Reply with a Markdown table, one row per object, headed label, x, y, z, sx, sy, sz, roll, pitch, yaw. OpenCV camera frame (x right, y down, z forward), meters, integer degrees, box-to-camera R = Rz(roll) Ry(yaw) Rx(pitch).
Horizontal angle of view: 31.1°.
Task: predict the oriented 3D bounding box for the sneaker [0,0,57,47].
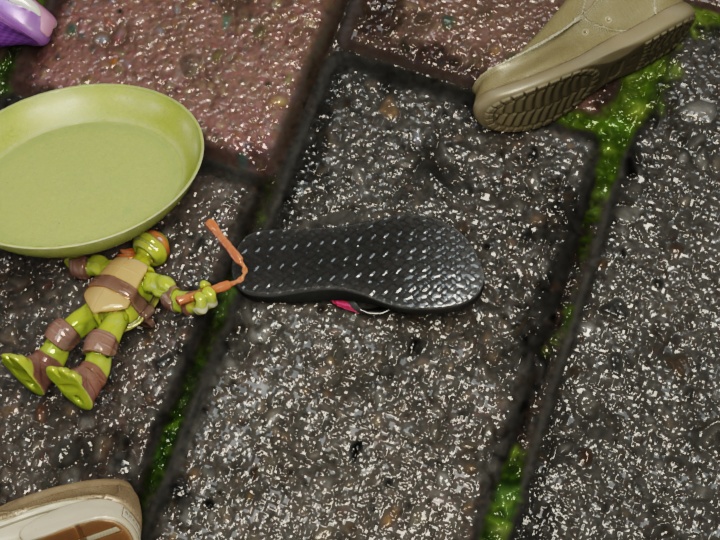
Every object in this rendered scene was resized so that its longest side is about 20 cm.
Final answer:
| label | x | y | z | sx | sy | sz | roll | pitch | yaw |
| --- | --- | --- | --- | --- | --- | --- | --- | --- | --- |
| sneaker | -0.342 | -0.193 | 1.044 | 0.197 | 0.081 | 0.090 | 9 | 77 | 12 |

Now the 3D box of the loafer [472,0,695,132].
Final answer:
| label | x | y | z | sx | sy | sz | roll | pitch | yaw |
| --- | --- | --- | --- | --- | --- | --- | --- | --- | --- |
| loafer | 0.165 | -0.172 | 1.009 | 0.198 | 0.076 | 0.068 | -25 | 70 | -17 |

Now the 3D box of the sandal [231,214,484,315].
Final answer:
| label | x | y | z | sx | sy | sz | roll | pitch | yaw |
| --- | --- | --- | --- | --- | --- | --- | --- | --- | --- |
| sandal | 0.000 | 0.000 | 0.975 | 0.197 | 0.045 | 0.076 | 2 | 64 | 19 |

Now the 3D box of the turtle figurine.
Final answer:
| label | x | y | z | sx | sy | sz | roll | pitch | yaw |
| --- | --- | --- | --- | --- | --- | --- | --- | --- | --- |
| turtle figurine | -0.192 | 0.021 | 0.961 | 0.198 | 0.065 | 0.162 | 20 | 57 | 23 |

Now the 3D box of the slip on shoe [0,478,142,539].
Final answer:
| label | x | y | z | sx | sy | sz | roll | pitch | yaw |
| --- | --- | --- | --- | --- | --- | --- | --- | --- | --- |
| slip on shoe | -0.249 | 0.194 | 0.908 | 0.197 | 0.077 | 0.061 | -20 | 30 | 4 |

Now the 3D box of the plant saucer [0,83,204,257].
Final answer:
| label | x | y | z | sx | sy | sz | roll | pitch | yaw |
| --- | --- | --- | --- | --- | --- | --- | --- | --- | --- |
| plant saucer | -0.214 | -0.072 | 0.978 | 0.197 | 0.031 | 0.202 | -3 | 42 | 3 |
